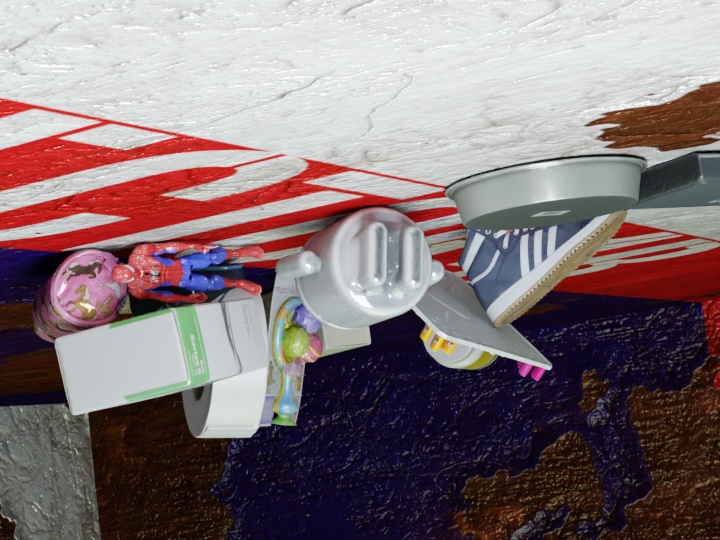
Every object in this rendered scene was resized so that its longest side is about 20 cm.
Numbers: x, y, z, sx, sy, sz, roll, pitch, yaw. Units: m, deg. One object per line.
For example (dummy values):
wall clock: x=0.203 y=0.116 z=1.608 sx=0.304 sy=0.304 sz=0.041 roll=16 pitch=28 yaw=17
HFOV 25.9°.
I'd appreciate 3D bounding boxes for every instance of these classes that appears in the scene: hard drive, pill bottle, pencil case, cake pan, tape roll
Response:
hard drive: x=0.376 y=-0.092 z=1.596 sx=0.199 sy=0.033 sz=0.139 roll=-4 pitch=173 yaw=-29
pill bottle: x=0.184 y=0.122 z=2.844 sx=0.114 sy=0.115 sz=0.200 roll=-9 pitch=173 yaw=16
pencil case: x=-0.307 y=0.031 z=1.697 sx=0.086 sy=0.083 sz=0.200 roll=7 pitch=169 yaw=-18
cake pan: x=0.183 y=-0.073 z=1.532 sx=0.199 sy=0.037 sz=0.200 roll=-7 pitch=173 yaw=-1
tape roll: x=-0.174 y=0.112 z=1.983 sx=0.070 sy=0.203 sz=0.202 roll=2 pitch=171 yaw=-19

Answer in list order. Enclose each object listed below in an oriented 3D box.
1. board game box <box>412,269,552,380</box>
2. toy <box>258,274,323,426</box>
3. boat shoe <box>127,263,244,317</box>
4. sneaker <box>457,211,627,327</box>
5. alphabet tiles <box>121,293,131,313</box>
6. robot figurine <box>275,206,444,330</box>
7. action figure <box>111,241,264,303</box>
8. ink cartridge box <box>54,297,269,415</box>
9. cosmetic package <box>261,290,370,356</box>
board game box: x=0.096 y=0.045 z=1.775 sx=0.200 sy=0.026 sz=0.200 roll=18 pitch=-160 yaw=-45
toy: x=-0.078 y=0.101 z=1.996 sx=0.047 sy=0.201 sz=0.115 roll=10 pitch=-179 yaw=22
boat shoe: x=-0.202 y=0.034 z=1.882 sx=0.084 sy=0.069 sz=0.200 roll=-2 pitch=171 yaw=-38
sneaker: x=0.197 y=-0.038 z=1.765 sx=0.200 sy=0.109 sz=0.070 roll=-42 pitch=159 yaw=17
alphabet tiles: x=-0.317 y=0.045 z=2.121 sx=0.199 sy=0.006 sz=0.166 roll=-1 pitch=171 yaw=-40
robot figurine: x=0.000 y=0.000 z=1.621 sx=0.169 sy=0.114 sz=0.200 roll=9 pitch=168 yaw=-19
action figure: x=-0.182 y=0.001 z=1.657 sx=0.052 sy=0.066 sz=0.199 roll=17 pitch=-167 yaw=42
ink cartridge box: x=-0.204 y=0.088 z=1.657 sx=0.145 sy=0.084 sz=0.200 roll=-15 pitch=177 yaw=21
cosmetic package: x=-0.067 y=0.068 z=2.172 sx=0.073 sy=0.104 sz=0.200 roll=-4 pitch=174 yaw=-28
